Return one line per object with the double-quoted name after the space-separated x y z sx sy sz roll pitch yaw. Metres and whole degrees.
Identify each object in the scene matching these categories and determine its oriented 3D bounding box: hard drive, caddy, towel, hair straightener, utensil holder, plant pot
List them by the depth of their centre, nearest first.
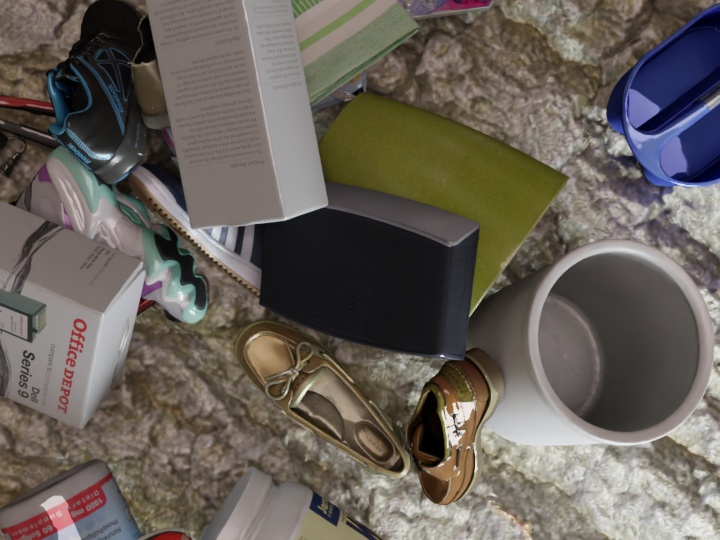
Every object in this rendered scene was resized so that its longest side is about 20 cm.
0.000 0.000 1.055 0.199 0.042 0.136 15 110 27 "hard drive"
-0.067 -0.245 1.077 0.152 0.023 0.200 -37 79 -17 "towel"
0.190 0.073 1.099 0.169 0.200 0.171 3 80 -15 "utensil holder"
0.055 -0.066 1.122 0.199 0.187 0.188 36 85 5 "plant pot"
-0.333 -0.126 1.132 0.198 0.041 0.078 11 88 -12 "hair straightener"
0.334 -0.167 1.181 0.200 0.105 0.142 -37 94 -6 "caddy"

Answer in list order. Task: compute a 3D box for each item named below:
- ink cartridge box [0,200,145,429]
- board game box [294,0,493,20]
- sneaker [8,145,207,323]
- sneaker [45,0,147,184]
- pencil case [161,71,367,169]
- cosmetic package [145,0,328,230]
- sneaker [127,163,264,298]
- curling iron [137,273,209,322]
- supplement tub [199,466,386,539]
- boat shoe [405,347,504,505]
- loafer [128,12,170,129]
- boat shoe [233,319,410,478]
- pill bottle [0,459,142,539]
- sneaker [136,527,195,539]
-0.302 0.028 1.065 0.199 0.084 0.147 22 127 4 "ink cartridge box"
0.008 -0.319 1.146 0.198 0.026 0.201 -9 66 -8 "board game box"
-0.243 -0.003 1.126 0.140 0.078 0.200 -40 89 14 "sneaker"
-0.232 -0.176 1.089 0.073 0.082 0.201 -29 50 25 "sneaker"
-0.093 -0.164 1.142 0.199 0.083 0.091 -25 82 -6 "pencil case"
-0.101 -0.141 1.013 0.101 0.071 0.202 -4 100 33 "cosmetic package"
-0.113 -0.060 1.123 0.200 0.070 0.109 42 83 -32 "sneaker"
-0.229 0.059 1.150 0.199 0.026 0.050 -27 89 -6 "curling iron"
-0.048 0.283 1.107 0.199 0.145 0.146 34 85 -5 "supplement tub"
0.070 0.150 1.111 0.068 0.201 0.072 -25 52 -29 "boat shoe"
-0.153 -0.211 1.095 0.075 0.201 0.070 -8 132 18 "loafer"
-0.034 0.121 1.153 0.201 0.063 0.073 45 84 -4 "boat shoe"
-0.236 0.281 1.103 0.108 0.109 0.201 -26 92 -7 "pill bottle"
-0.206 0.297 1.008 0.200 0.085 0.077 -44 95 -4 "sneaker"
